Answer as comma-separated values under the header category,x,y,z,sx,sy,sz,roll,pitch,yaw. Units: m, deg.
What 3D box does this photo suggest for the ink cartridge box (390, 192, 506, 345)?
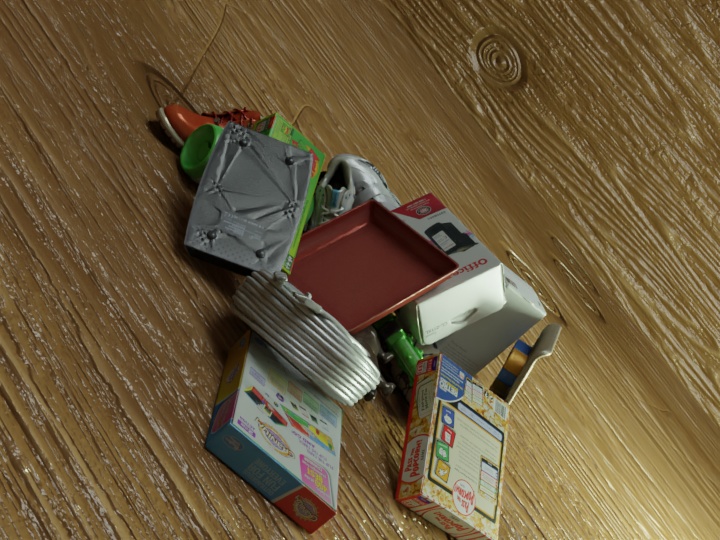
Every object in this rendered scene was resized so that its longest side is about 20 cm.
category,x,y,z,sx,sy,sz,roll,pitch,yaw
ink cartridge box,0.097,-0.006,1.671,0.200,0.145,0.083,49,-23,45

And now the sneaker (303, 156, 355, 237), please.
category,x,y,z,sx,sy,sz,roll,pitch,yaw
sneaker,-0.047,-0.077,1.683,0.074,0.087,0.202,8,62,-3

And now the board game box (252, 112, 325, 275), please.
category,x,y,z,sx,sy,sz,roll,pitch,yaw
board game box,-0.119,-0.100,1.563,0.101,0.047,0.202,38,53,-34

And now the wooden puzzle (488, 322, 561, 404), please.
category,x,y,z,sx,sy,sz,roll,pitch,yaw
wooden puzzle,0.219,0.168,1.729,0.046,0.201,0.185,35,17,7

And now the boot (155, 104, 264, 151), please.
category,x,y,z,sx,sy,sz,roll,pitch,yaw
boot,-0.200,-0.204,1.659,0.199,0.107,0.075,24,31,-48

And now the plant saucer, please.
category,x,y,z,sx,sy,sz,roll,pitch,yaw
plant saucer,0.000,0.000,1.582,0.200,0.198,0.037,40,-33,38

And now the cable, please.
category,x,y,z,sx,sy,sz,roll,pitch,yaw
cable,-0.063,0.080,1.353,0.200,0.069,0.200,44,-7,-17

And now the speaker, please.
category,x,y,z,sx,sy,sz,roll,pitch,yaw
speaker,-0.157,-0.126,1.632,0.199,0.088,0.089,33,23,-41

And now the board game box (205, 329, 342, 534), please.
category,x,y,z,sx,sy,sz,roll,pitch,yaw
board game box,-0.088,0.169,1.259,0.153,0.040,0.200,43,19,-16

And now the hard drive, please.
category,x,y,z,sx,sy,sz,roll,pitch,yaw
hard drive,-0.141,-0.084,1.467,0.134,0.042,0.202,20,57,-9

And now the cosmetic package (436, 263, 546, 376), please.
category,x,y,z,sx,sy,sz,roll,pitch,yaw
cosmetic package,0.174,0.086,1.779,0.101,0.200,0.074,35,21,-35

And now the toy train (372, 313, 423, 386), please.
category,x,y,z,sx,sy,sz,roll,pitch,yaw
toy train,0.055,0.103,1.605,0.201,0.042,0.057,55,-1,35

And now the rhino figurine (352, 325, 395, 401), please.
category,x,y,z,sx,sy,sz,roll,pitch,yaw
rhino figurine,-0.001,0.100,1.573,0.088,0.060,0.200,47,13,-18

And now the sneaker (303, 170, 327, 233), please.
category,x,y,z,sx,sy,sz,roll,pitch,yaw
sneaker,-0.062,-0.102,1.796,0.200,0.087,0.076,39,19,-27

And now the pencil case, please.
category,x,y,z,sx,sy,sz,roll,pitch,yaw
pencil case,0.096,0.153,1.643,0.078,0.089,0.201,73,-10,-55

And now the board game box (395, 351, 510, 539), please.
category,x,y,z,sx,sy,sz,roll,pitch,yaw
board game box,0.123,0.230,1.486,0.151,0.046,0.202,38,47,-31

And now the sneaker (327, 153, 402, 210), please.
category,x,y,z,sx,sy,sz,roll,pitch,yaw
sneaker,0.025,-0.093,1.807,0.200,0.075,0.115,48,11,-18
